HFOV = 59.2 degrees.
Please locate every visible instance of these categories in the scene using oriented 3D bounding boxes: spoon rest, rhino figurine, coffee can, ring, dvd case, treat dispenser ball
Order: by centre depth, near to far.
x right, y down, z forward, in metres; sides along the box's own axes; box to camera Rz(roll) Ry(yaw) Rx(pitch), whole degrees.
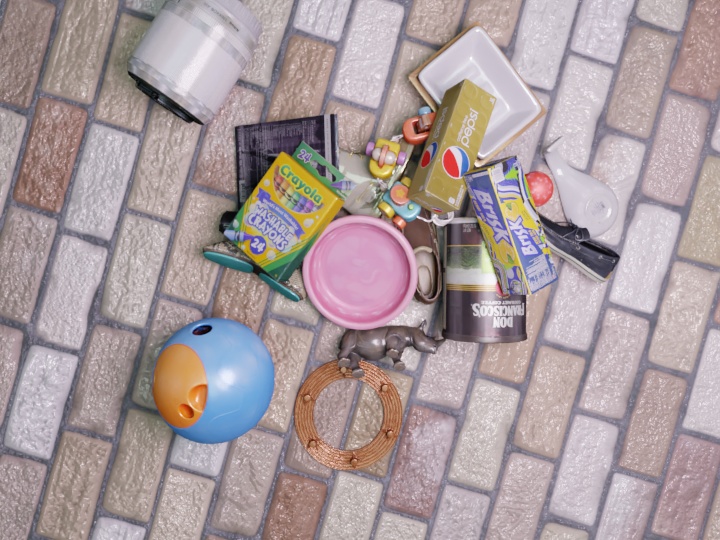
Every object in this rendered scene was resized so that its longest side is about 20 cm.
[{"bbox_3d":[-0.240,0.180,1.041,0.197,0.201,0.204,0,91,-2],"label":"treat dispenser ball"},{"bbox_3d":[0.211,0.014,1.079,0.144,0.146,0.204,0,91,-2],"label":"coffee can"},{"bbox_3d":[-0.127,-0.183,1.091,0.197,0.016,0.151,-1,91,23],"label":"dvd case"},{"bbox_3d":[0.054,0.130,1.111,0.197,0.088,0.061,-8,125,-3],"label":"rhino figurine"},{"bbox_3d":[0.390,-0.149,1.133,0.099,0.061,0.201,-38,105,0],"label":"spoon rest"},{"bbox_3d":[-0.021,0.261,1.141,0.197,0.019,0.204,0,91,-3],"label":"ring"}]

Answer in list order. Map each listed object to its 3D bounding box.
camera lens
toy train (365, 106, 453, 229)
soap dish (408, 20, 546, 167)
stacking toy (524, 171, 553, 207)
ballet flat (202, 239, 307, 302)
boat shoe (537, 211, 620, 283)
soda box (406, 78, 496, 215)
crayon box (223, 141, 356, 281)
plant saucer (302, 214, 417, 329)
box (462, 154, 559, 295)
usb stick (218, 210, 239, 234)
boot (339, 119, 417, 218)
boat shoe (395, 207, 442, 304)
[{"bbox_3d":[-0.275,-0.358,1.049,0.159,0.160,0.201,33,90,-2],"label":"camera lens"},{"bbox_3d":[0.086,-0.171,1.035,0.148,0.056,0.203,-9,79,2],"label":"toy train"},{"bbox_3d":[0.201,-0.302,1.104,0.157,0.081,0.201,-39,92,-1],"label":"soap dish"},{"bbox_3d":[0.262,-0.127,1.047,0.084,0.200,0.087,-1,94,-9],"label":"stacking toy"},{"bbox_3d":[-0.175,-0.016,1.114,0.198,0.068,0.076,26,69,-8],"label":"ballet flat"},{"bbox_3d":[0.370,-0.054,1.113,0.199,0.075,0.062,33,119,-8],"label":"boat shoe"},{"bbox_3d":[0.145,-0.195,1.004,0.067,0.064,0.203,25,76,-20],"label":"soda box"},{"bbox_3d":[-0.116,-0.100,1.040,0.125,0.052,0.201,39,98,11],"label":"crayon box"},{"bbox_3d":[0.000,0.000,1.094,0.197,0.051,0.204,2,108,5],"label":"plant saucer"},{"bbox_3d":[0.229,-0.067,0.967,0.064,0.070,0.203,-25,100,-24],"label":"box"},{"bbox_3d":[-0.148,-0.080,1.113,0.196,0.056,0.033,3,122,-2],"label":"usb stick"},{"bbox_3d":[0.004,-0.197,1.107,0.153,0.072,0.202,27,91,0],"label":"boot"},{"bbox_3d":[0.109,-0.042,1.109,0.074,0.075,0.206,-14,92,-1],"label":"boat shoe"}]
